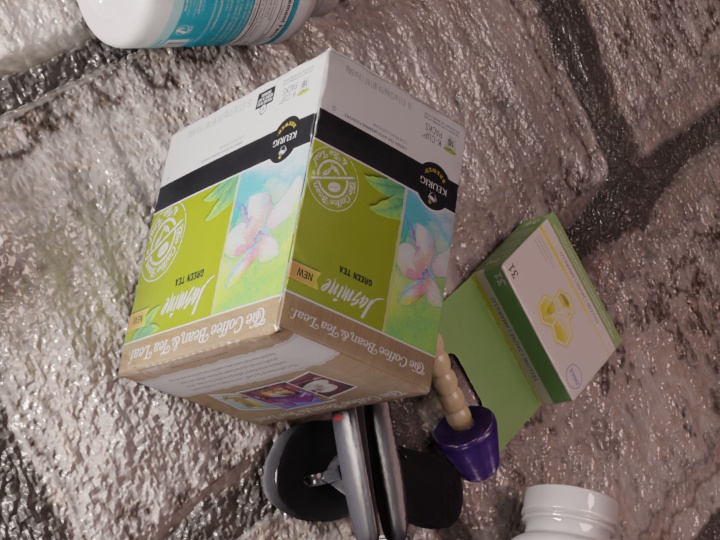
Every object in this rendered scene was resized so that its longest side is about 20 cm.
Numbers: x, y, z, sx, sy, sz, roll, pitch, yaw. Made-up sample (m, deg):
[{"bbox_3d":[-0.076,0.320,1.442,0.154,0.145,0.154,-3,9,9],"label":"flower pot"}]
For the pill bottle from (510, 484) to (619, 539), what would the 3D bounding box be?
[{"bbox_3d":[0.163,0.287,1.021,0.108,0.108,0.203,27,62,-32],"label":"pill bottle"}]

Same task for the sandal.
[{"bbox_3d":[0.010,0.160,0.967,0.198,0.043,0.077,13,71,-38],"label":"sandal"}]

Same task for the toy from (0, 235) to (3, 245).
[{"bbox_3d":[-0.326,-0.011,0.724,0.200,0.047,0.116,-41,109,-36],"label":"toy"}]

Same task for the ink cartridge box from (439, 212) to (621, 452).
[{"bbox_3d":[0.144,0.060,1.106,0.200,0.048,0.147,-41,106,-42],"label":"ink cartridge box"}]

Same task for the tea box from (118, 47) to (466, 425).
[{"bbox_3d":[-0.048,-0.012,0.858,0.132,0.199,0.200,23,64,-33],"label":"tea box"}]

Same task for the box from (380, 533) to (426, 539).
[{"bbox_3d":[0.032,0.317,0.933,0.116,0.060,0.202,36,58,-28],"label":"box"}]

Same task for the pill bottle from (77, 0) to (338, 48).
[{"bbox_3d":[-0.106,-0.225,0.924,0.198,0.110,0.113,-11,86,-42],"label":"pill bottle"}]

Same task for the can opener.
[{"bbox_3d":[0.003,0.105,0.921,0.063,0.078,0.204,5,77,-28],"label":"can opener"}]

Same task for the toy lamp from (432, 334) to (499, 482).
[{"bbox_3d":[0.068,0.086,1.006,0.058,0.058,0.202,-46,125,-38],"label":"toy lamp"}]
